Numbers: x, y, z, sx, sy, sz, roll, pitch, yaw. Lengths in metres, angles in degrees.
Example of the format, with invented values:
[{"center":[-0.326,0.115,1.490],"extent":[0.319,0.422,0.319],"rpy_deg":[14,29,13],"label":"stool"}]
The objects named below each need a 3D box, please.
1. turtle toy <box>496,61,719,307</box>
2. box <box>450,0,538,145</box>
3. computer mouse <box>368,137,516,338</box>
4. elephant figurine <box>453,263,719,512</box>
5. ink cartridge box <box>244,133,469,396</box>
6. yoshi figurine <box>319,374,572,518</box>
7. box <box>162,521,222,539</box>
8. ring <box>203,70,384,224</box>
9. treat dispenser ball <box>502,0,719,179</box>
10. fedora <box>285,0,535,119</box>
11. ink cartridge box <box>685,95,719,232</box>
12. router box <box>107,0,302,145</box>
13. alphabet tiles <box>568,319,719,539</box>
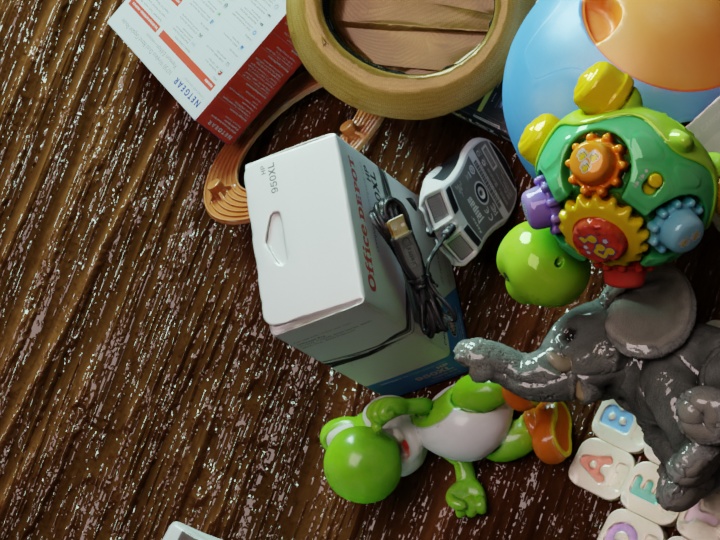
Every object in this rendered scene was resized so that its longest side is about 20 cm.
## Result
[{"center":[0.167,-0.041,1.431],"extent":[0.200,0.146,0.101],"rpy_deg":[-43,14,53],"label":"turtle toy"},{"center":[0.137,-0.209,1.700],"extent":[0.161,0.049,0.200],"rpy_deg":[29,87,34],"label":"box"},{"center":[0.067,-0.037,1.615],"extent":[0.044,0.200,0.110],"rpy_deg":[-22,105,33],"label":"computer mouse"},{"center":[0.201,0.064,1.501],"extent":[0.200,0.155,0.142],"rpy_deg":[43,119,25],"label":"elephant figurine"},{"center":[0.000,0.000,1.609],"extent":[0.084,0.200,0.145],"rpy_deg":[-20,65,21],"label":"ink cartridge box"},{"center":[0.054,0.134,1.594],"extent":[0.200,0.112,0.112],"rpy_deg":[-15,73,25],"label":"yoshi figurine"},{"center":[-0.087,0.328,1.583],"extent":[0.200,0.131,0.199],"rpy_deg":[24,86,32],"label":"box"},{"center":[-0.054,-0.116,1.724],"extent":[0.200,0.019,0.200],"rpy_deg":[-30,29,19],"label":"ring"},{"center":[0.206,-0.134,1.548],"extent":[0.201,0.201,0.201],"rpy_deg":[-9,69,25],"label":"treat dispenser ball"},{"center":[0.043,-0.210,1.660],"extent":[0.200,0.082,0.201],"rpy_deg":[-1,87,12],"label":"fedora"},{"center":[0.328,-0.065,1.485],"extent":[0.162,0.050,0.200],"rpy_deg":[-43,99,8],"label":"ink cartridge box"},{"center":[-0.112,-0.231,1.805],"extent":[0.180,0.049,0.200],"rpy_deg":[-48,43,6],"label":"router box"},{"center":[0.258,0.140,1.538],"extent":[0.196,0.015,0.200],"rpy_deg":[25,86,32],"label":"alphabet tiles"}]
